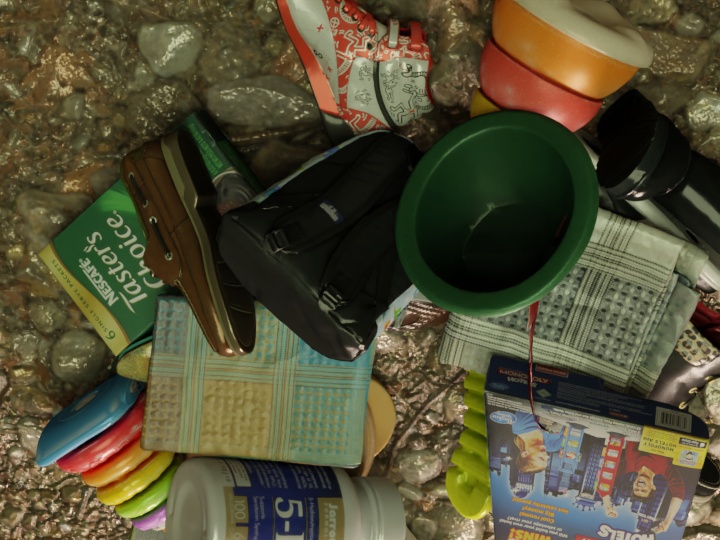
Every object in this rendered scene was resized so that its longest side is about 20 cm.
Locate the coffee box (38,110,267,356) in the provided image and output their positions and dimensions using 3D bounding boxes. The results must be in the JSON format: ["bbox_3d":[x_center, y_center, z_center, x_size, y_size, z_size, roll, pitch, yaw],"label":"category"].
[{"bbox_3d":[-0.176,-0.031,1.543,0.200,0.044,0.123,-39,86,16],"label":"coffee box"}]

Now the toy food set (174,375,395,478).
[{"bbox_3d":[-0.081,0.153,1.651,0.197,0.049,0.201,29,112,-13],"label":"toy food set"}]

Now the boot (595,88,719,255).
[{"bbox_3d":[0.276,-0.066,1.476,0.162,0.199,0.073,42,108,-11],"label":"boot"}]

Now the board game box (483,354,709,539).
[{"bbox_3d":[0.192,0.194,1.558,0.198,0.062,0.201,13,121,5],"label":"board game box"}]

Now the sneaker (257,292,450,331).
[{"bbox_3d":[0.000,0.000,1.571,0.199,0.085,0.073,11,149,-28],"label":"sneaker"}]

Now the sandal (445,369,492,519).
[{"bbox_3d":[0.142,0.134,1.641,0.087,0.079,0.202,0,114,-40],"label":"sandal"}]

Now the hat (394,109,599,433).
[{"bbox_3d":[0.129,-0.010,1.455,0.201,0.165,0.176,-54,151,-3],"label":"hat"}]

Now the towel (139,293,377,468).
[{"bbox_3d":[-0.088,0.096,1.531,0.198,0.022,0.148,5,104,-12],"label":"towel"}]

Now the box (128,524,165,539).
[{"bbox_3d":[-0.129,0.291,1.678,0.198,0.118,0.048,15,144,-6],"label":"box"}]

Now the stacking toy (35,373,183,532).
[{"bbox_3d":[-0.197,0.200,1.618,0.109,0.116,0.201,-31,102,15],"label":"stacking toy"}]

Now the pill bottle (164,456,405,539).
[{"bbox_3d":[-0.066,0.230,1.578,0.198,0.120,0.121,4,117,-27],"label":"pill bottle"}]

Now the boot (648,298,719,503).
[{"bbox_3d":[0.299,0.117,1.615,0.200,0.073,0.150,42,120,-11],"label":"boot"}]

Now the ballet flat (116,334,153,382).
[{"bbox_3d":[-0.118,0.071,1.563,0.199,0.071,0.071,-20,117,-19],"label":"ballet flat"}]

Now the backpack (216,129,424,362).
[{"bbox_3d":[-0.005,-0.031,1.469,0.163,0.154,0.200,42,65,5],"label":"backpack"}]

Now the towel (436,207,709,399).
[{"bbox_3d":[0.186,0.033,1.531,0.198,0.035,0.194,20,110,-1],"label":"towel"}]

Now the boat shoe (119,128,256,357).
[{"bbox_3d":[-0.146,-0.015,1.480,0.068,0.072,0.202,-21,79,15],"label":"boat shoe"}]

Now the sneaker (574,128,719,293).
[{"bbox_3d":[0.226,-0.027,1.564,0.200,0.073,0.112,41,112,-9],"label":"sneaker"}]

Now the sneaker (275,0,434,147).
[{"bbox_3d":[-0.004,-0.206,1.474,0.107,0.067,0.203,-19,118,7],"label":"sneaker"}]

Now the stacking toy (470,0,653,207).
[{"bbox_3d":[0.139,-0.139,1.457,0.145,0.146,0.201,25,110,-12],"label":"stacking toy"}]

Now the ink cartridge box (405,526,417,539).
[{"bbox_3d":[0.004,0.367,1.733,0.199,0.083,0.147,-33,111,14],"label":"ink cartridge box"}]
